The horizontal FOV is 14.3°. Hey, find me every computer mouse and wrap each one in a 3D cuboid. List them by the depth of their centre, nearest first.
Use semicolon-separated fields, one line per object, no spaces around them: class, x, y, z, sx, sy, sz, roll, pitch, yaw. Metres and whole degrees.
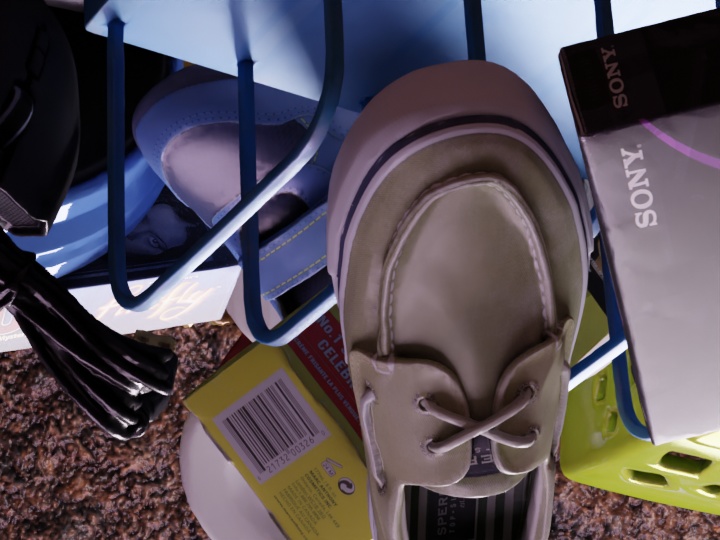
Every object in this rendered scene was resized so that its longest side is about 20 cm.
computer mouse;-0.095;-0.033;0.896;0.141;0.046;0.200;49;-169;-21

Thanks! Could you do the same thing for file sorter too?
file sorter;0.037;-0.042;0.852;0.199;0.123;0.139;15;145;-28

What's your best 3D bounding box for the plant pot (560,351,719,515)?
plant pot;0.210;0.006;1.226;0.198;0.201;0.181;11;172;-9

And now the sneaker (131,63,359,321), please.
sneaker;0.000;0.000;1.030;0.200;0.083;0.074;37;130;-26

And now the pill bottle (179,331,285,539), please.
pill bottle;0.005;0.044;1.267;0.113;0.115;0.200;10;-151;14

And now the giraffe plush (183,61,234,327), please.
giraffe plush;-0.109;-0.062;1.275;0.199;0.163;0.172;12;177;-35

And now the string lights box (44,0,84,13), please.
string lights box;-0.178;-0.138;0.989;0.199;0.059;0.103;11;177;-12

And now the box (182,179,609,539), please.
box;0.028;0.020;0.950;0.050;0.075;0.200;-37;179;39

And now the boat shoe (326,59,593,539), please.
boat shoe;0.032;0.033;0.777;0.071;0.062;0.201;-9;136;-4

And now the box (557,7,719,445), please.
box;0.161;-0.025;0.764;0.199;0.036;0.143;-13;141;7

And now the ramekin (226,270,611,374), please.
ramekin;0.031;-0.028;1.183;0.199;0.098;0.201;4;-151;-2

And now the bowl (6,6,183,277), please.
bowl;-0.159;-0.080;1.052;0.199;0.201;0.039;11;136;-13

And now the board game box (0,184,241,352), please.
board game box;-0.144;-0.058;1.091;0.135;0.201;0.035;-8;143;-29
